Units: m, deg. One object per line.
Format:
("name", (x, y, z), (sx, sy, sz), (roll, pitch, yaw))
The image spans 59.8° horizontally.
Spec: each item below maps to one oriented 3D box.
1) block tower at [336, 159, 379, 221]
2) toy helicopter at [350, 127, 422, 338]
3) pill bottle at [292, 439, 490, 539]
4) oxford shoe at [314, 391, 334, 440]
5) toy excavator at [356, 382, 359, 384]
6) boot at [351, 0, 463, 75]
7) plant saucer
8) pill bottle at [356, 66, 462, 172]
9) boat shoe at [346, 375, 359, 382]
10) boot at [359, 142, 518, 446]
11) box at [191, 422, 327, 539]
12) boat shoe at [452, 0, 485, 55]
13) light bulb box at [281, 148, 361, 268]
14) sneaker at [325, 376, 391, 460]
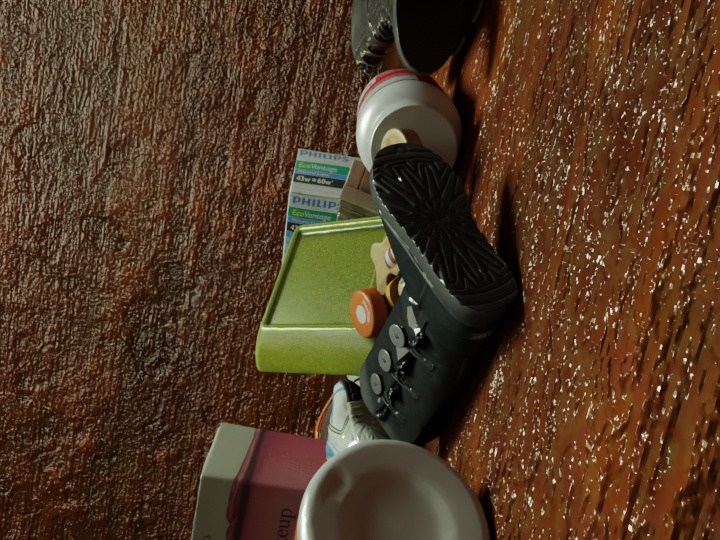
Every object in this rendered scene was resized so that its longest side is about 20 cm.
("block tower", (0.002, -0.090, 0.821), (0.200, 0.054, 0.058), (129, 160, -84))
("toy helicopter", (0.048, -0.029, 0.568), (0.132, 0.078, 0.202), (5, 102, 61))
("pill bottle", (0.003, 0.215, 0.416), (0.115, 0.113, 0.201), (-85, 6, -50))
("oxford shoe", (-0.015, 0.227, 0.765), (0.072, 0.071, 0.201), (-34, 35, 44))
("toy excavator", (-0.021, 0.099, 0.903), (0.201, 0.100, 0.194), (59, 165, -8))
("boot", (0.036, -0.262, 0.668), (0.174, 0.069, 0.202), (141, 130, -66))
("plant saucer", (-0.027, 0.015, 0.706), (0.048, 0.199, 0.201), (46, -129, -44))
("pill bottle", (0.051, -0.155, 0.684), (0.200, 0.111, 0.113), (-90, 11, -66))
("boat shoe", (0.016, 0.083, 0.782), (0.064, 0.070, 0.200), (56, 152, 16))
("boot", (0.037, 0.028, 0.492), (0.201, 0.065, 0.166), (102, 154, -50))
("box", (-0.060, 0.245, 0.620), (0.109, 0.198, 0.129), (-103, 23, -78))
("boat shoe", (0.098, -0.282, 0.729), (0.200, 0.060, 0.076), (148, 107, -82))
("light bulb box", (-0.034, -0.092, 1.136), (0.201, 0.197, 0.125), (103, 174, -47))
("sneaker", (-0.005, 0.158, 0.598), (0.073, 0.072, 0.200), (-56, 7, 4))
